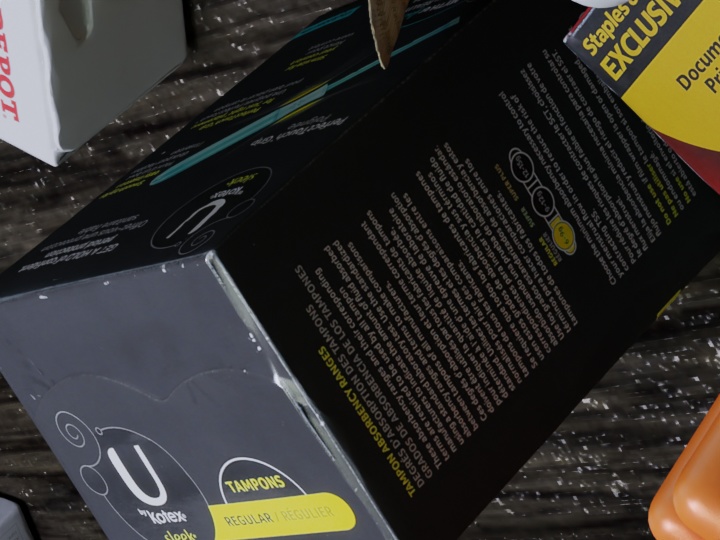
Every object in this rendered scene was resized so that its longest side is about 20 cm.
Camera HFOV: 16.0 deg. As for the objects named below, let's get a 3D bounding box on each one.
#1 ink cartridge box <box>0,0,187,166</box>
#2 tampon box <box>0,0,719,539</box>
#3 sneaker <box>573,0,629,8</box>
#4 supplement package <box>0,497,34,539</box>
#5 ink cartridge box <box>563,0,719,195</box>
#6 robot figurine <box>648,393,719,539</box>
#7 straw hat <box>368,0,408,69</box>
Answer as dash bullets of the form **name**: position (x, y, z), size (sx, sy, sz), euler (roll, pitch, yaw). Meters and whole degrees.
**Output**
- **ink cartridge box**: position (-0.170, -0.151, 0.998), size (0.200, 0.084, 0.145), euler (26, 140, 28)
- **tampon box**: position (0.000, 0.000, 0.867), size (0.150, 0.200, 0.126), euler (-12, 115, 51)
- **sneaker**: position (0.074, -0.171, 0.679), size (0.076, 0.201, 0.080), euler (11, 177, -9)
- **supplement package**: position (-0.227, 0.224, 1.387), size (0.117, 0.117, 0.200), euler (11, 131, 39)
- **ink cartridge box**: position (0.149, -0.106, 0.713), size (0.176, 0.084, 0.200), euler (45, 144, 6)
- **robot figurine**: position (0.188, 0.103, 0.778), size (0.200, 0.117, 0.144), euler (34, 127, 5)
- **straw hat**: position (0.038, -0.157, 0.768), size (0.085, 0.201, 0.201), euler (-4, 130, 2)
